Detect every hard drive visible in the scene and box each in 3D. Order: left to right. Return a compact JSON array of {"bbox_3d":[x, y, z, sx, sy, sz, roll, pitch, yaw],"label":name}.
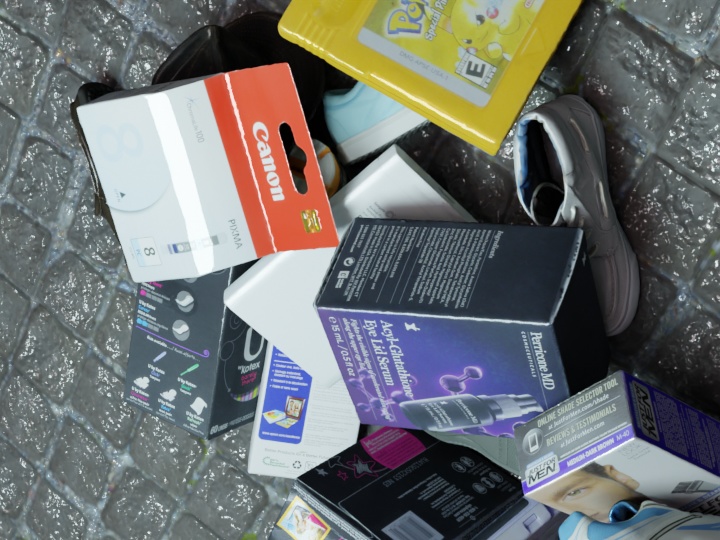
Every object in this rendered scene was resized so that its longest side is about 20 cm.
[{"bbox_3d":[0.000,0.000,1.400,0.200,0.027,0.132,-40,117,18],"label":"hard drive"}]

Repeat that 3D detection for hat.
[{"bbox_3d":[-0.132,-0.155,1.425,0.200,0.081,0.201,-14,57,22],"label":"hat"}]

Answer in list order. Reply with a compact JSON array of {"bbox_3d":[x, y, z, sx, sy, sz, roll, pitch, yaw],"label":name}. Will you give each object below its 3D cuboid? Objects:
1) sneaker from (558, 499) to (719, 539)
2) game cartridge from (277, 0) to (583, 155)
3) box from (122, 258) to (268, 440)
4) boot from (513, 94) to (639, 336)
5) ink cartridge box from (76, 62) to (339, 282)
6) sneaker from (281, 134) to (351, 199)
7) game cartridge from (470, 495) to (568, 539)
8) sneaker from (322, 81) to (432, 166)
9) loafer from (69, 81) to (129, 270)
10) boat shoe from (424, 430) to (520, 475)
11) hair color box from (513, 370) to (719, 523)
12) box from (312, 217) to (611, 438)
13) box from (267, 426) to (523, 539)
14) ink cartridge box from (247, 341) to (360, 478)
[{"bbox_3d":[0.232,0.200,1.229,0.072,0.199,0.073,-49,53,40],"label":"sneaker"},{"bbox_3d":[0.063,-0.214,1.290,0.199,0.032,0.177,29,83,3],"label":"game cartridge"},{"bbox_3d":[-0.130,0.034,1.501,0.106,0.122,0.201,21,112,28],"label":"box"},{"bbox_3d":[0.164,-0.036,1.315,0.073,0.095,0.201,-11,96,33],"label":"boot"},{"bbox_3d":[-0.127,-0.077,1.354,0.199,0.047,0.161,-5,109,35],"label":"ink cartridge box"},{"bbox_3d":[-0.080,-0.094,1.469,0.200,0.077,0.078,33,88,41],"label":"sneaker"},{"bbox_3d":[0.091,0.261,1.352,0.038,0.200,0.130,38,144,27],"label":"game cartridge"},{"bbox_3d":[0.041,-0.160,1.375,0.200,0.074,0.082,-27,90,33],"label":"sneaker"},{"bbox_3d":[-0.233,-0.080,1.566,0.071,0.073,0.201,-22,90,32],"label":"loafer"},{"bbox_3d":[0.101,0.110,1.419,0.201,0.065,0.075,25,133,31],"label":"boat shoe"},{"bbox_3d":[0.224,0.155,1.266,0.109,0.200,0.065,-34,45,33],"label":"hair color box"},{"bbox_3d":[0.085,0.047,1.307,0.199,0.105,0.148,3,137,25],"label":"box"},{"bbox_3d":[0.027,0.225,1.403,0.132,0.200,0.115,35,119,21],"label":"box"},{"bbox_3d":[-0.041,0.096,1.486,0.094,0.037,0.201,8,112,-6],"label":"ink cartridge box"}]
